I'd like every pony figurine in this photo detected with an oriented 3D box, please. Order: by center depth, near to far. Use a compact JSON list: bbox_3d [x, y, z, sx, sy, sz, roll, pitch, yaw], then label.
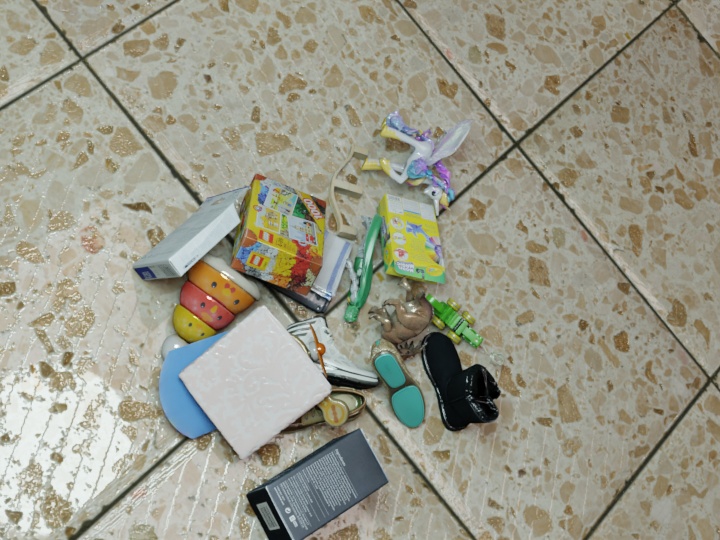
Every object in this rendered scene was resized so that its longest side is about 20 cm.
[{"bbox_3d":[0.125,-0.233,1.897,0.198,0.166,0.196,28,76,-9],"label":"pony figurine"}]

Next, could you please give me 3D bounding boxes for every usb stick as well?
[{"bbox_3d":[-0.145,0.015,1.776,0.198,0.033,0.056,30,64,-10],"label":"usb stick"}]

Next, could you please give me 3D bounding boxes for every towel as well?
[{"bbox_3d":[-0.179,0.189,1.600,0.199,0.032,0.192,-37,96,6],"label":"towel"},{"bbox_3d":[-0.115,-0.045,1.793,0.198,0.024,0.148,30,49,-9],"label":"towel"}]

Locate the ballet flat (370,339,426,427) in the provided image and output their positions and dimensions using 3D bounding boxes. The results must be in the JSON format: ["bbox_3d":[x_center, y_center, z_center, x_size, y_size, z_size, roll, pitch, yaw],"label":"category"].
[{"bbox_3d":[0.071,0.204,1.753,0.069,0.066,0.202,-20,124,4],"label":"ballet flat"}]

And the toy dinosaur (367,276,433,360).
[{"bbox_3d":[0.089,0.103,1.774,0.135,0.200,0.086,42,34,-4],"label":"toy dinosaur"}]

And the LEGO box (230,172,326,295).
[{"bbox_3d":[-0.144,-0.067,1.696,0.147,0.078,0.202,21,35,-15],"label":"LEGO box"}]

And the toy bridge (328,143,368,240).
[{"bbox_3d":[-0.028,-0.164,1.882,0.066,0.027,0.204,14,68,-16],"label":"toy bridge"}]

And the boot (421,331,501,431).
[{"bbox_3d":[0.190,0.196,1.769,0.075,0.168,0.204,-8,75,-22],"label":"boot"}]

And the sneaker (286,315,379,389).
[{"bbox_3d":[-0.050,0.146,1.746,0.197,0.076,0.117,17,70,-12],"label":"sneaker"}]

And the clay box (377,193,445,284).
[{"bbox_3d":[0.099,-0.052,1.842,0.113,0.048,0.203,13,48,-20],"label":"clay box"}]

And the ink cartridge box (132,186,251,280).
[{"bbox_3d":[-0.289,-0.062,1.657,0.200,0.199,0.041,-46,110,-24],"label":"ink cartridge box"}]

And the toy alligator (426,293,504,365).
[{"bbox_3d":[0.203,0.116,1.863,0.199,0.054,0.060,41,91,-4],"label":"toy alligator"}]

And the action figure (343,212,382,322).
[{"bbox_3d":[0.000,0.000,1.810,0.054,0.118,0.204,10,77,8],"label":"action figure"}]

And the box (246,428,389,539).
[{"bbox_3d":[-0.076,0.374,1.621,0.198,0.148,0.108,-28,84,-25],"label":"box"}]

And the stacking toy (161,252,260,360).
[{"bbox_3d":[-0.282,0.080,1.671,0.145,0.146,0.202,34,82,-7],"label":"stacking toy"}]

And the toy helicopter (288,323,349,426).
[{"bbox_3d":[-0.089,0.186,1.648,0.200,0.079,0.132,44,91,7],"label":"toy helicopter"}]

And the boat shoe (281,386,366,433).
[{"bbox_3d":[-0.080,0.243,1.703,0.197,0.074,0.077,-8,75,-23],"label":"boat shoe"}]

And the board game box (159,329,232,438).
[{"bbox_3d":[-0.269,0.197,1.662,0.198,0.039,0.161,-18,101,-34],"label":"board game box"}]
